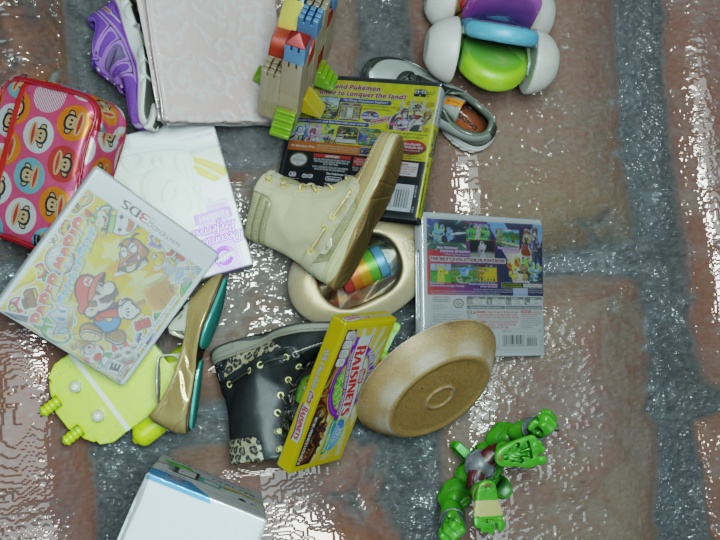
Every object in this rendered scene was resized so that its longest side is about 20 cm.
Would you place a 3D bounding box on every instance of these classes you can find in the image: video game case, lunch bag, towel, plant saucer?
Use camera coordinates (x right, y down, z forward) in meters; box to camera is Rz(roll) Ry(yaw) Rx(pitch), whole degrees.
[{"bbox_3d":[-0.298,0.010,1.127,0.182,0.023,0.201,37,89,-26],"label":"video game case"},{"bbox_3d":[-0.390,-0.130,1.158,0.175,0.082,0.202,17,95,18],"label":"lunch bag"},{"bbox_3d":[0.156,0.021,1.234,0.198,0.023,0.184,2,86,-30],"label":"video game case"},{"bbox_3d":[-0.181,-0.276,1.192,0.199,0.032,0.193,-6,87,-43],"label":"towel"},{"bbox_3d":[-0.002,-0.157,1.210,0.198,0.025,0.183,8,79,19],"label":"video game case"},{"bbox_3d":[0.091,0.145,1.173,0.199,0.201,0.036,-28,52,-9],"label":"plant saucer"}]

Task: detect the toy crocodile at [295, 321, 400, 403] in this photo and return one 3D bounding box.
[{"bbox_3d":[-0.020,0.139,1.195,0.067,0.062,0.200,32,105,-26],"label":"toy crocodile"}]

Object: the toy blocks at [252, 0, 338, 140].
[{"bbox_3d":[-0.073,-0.282,1.158,0.099,0.137,0.201,18,55,2],"label":"toy blocks"}]

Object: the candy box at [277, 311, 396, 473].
[{"bbox_3d":[-0.028,0.143,1.126,0.026,0.102,0.202,31,109,31],"label":"candy box"}]

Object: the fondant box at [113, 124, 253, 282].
[{"bbox_3d":[-0.231,-0.082,1.207,0.143,0.058,0.202,-16,90,-8],"label":"fondant box"}]

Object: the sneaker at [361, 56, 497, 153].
[{"bbox_3d":[0.095,-0.227,1.249,0.199,0.079,0.074,27,85,-4],"label":"sneaker"}]

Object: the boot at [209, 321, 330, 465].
[{"bbox_3d":[-0.087,0.150,1.162,0.202,0.073,0.155,-15,75,23],"label":"boot"}]

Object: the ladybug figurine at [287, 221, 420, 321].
[{"bbox_3d":[0.000,0.000,1.224,0.198,0.072,0.137,-21,88,-8],"label":"ladybug figurine"}]

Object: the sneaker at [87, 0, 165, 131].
[{"bbox_3d":[-0.294,-0.252,1.193,0.083,0.081,0.201,-24,63,5],"label":"sneaker"}]

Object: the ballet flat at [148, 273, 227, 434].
[{"bbox_3d":[-0.214,0.096,1.160,0.062,0.069,0.202,12,82,1],"label":"ballet flat"}]

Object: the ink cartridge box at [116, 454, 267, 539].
[{"bbox_3d":[-0.204,0.318,1.112,0.146,0.200,0.147,23,82,-5],"label":"ink cartridge box"}]

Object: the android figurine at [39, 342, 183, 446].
[{"bbox_3d":[-0.305,0.135,1.193,0.199,0.041,0.183,-36,92,-10],"label":"android figurine"}]

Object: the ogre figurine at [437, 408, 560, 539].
[{"bbox_3d":[0.163,0.254,1.206,0.097,0.120,0.202,24,85,-9],"label":"ogre figurine"}]

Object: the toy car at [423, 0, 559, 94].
[{"bbox_3d":[0.176,-0.330,1.214,0.173,0.150,0.202,8,59,-8],"label":"toy car"}]

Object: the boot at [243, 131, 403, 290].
[{"bbox_3d":[-0.046,-0.098,1.156,0.155,0.073,0.201,28,99,19],"label":"boot"}]
